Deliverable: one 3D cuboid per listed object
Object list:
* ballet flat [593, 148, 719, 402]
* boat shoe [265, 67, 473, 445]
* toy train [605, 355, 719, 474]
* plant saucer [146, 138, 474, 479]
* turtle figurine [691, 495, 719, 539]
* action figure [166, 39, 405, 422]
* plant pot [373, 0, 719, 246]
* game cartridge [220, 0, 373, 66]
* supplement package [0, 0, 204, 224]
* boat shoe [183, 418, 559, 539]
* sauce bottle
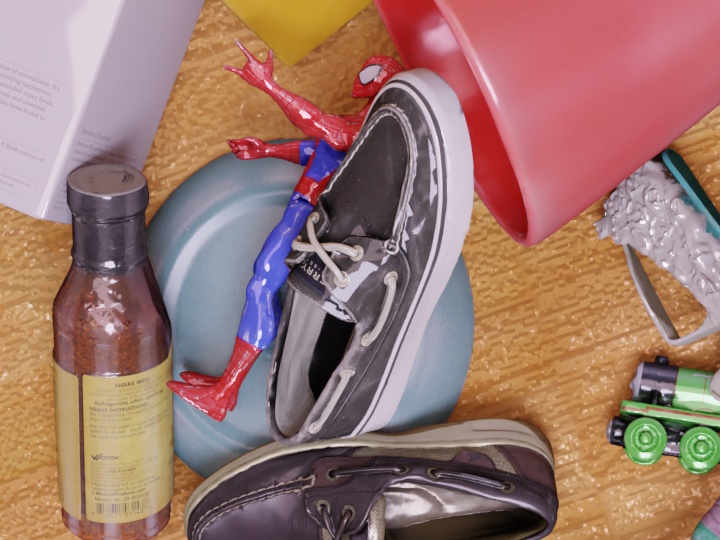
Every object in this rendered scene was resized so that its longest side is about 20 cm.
[{"bbox_3d":[0.188,0.027,0.889,0.072,0.072,0.201,-39,63,7],"label":"ballet flat"},{"bbox_3d":[0.000,0.000,0.856,0.071,0.063,0.202,37,124,38],"label":"boat shoe"},{"bbox_3d":[0.226,0.084,0.906,0.198,0.042,0.057,9,81,10],"label":"toy train"},{"bbox_3d":[-0.039,0.028,0.955,0.198,0.036,0.202,0,89,10],"label":"plant saucer"},{"bbox_3d":[0.140,0.200,0.879,0.200,0.150,0.101,-45,64,-2],"label":"turtle figurine"},{"bbox_3d":[-0.054,-0.035,0.907,0.099,0.065,0.201,34,95,-1],"label":"action figure"},{"bbox_3d":[0.112,-0.137,0.861,0.176,0.200,0.202,-28,84,-3],"label":"plant pot"},{"bbox_3d":[-0.017,-0.205,0.877,0.176,0.200,0.033,-38,61,6],"label":"game cartridge"},{"bbox_3d":[-0.161,-0.137,0.937,0.120,0.120,0.202,22,93,12],"label":"supplement package"},{"bbox_3d":[0.005,0.123,0.912,0.198,0.065,0.074,-13,118,3],"label":"boat shoe"},{"bbox_3d":[-0.127,0.045,0.919,0.065,0.066,0.202,10,117,10],"label":"sauce bottle"}]
